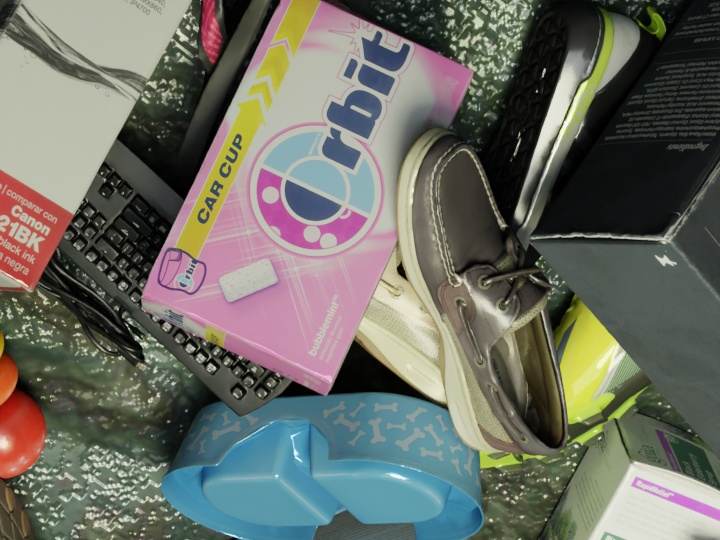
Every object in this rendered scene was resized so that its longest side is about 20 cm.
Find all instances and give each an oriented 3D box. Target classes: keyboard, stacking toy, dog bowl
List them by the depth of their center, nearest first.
[{"bbox_3d":[-0.124,0.008,1.565,0.200,0.040,0.104,43,115,1],"label":"keyboard"},{"bbox_3d":[-0.236,0.034,1.589,0.085,0.086,0.201,-23,121,4],"label":"stacking toy"},{"bbox_3d":[-0.019,0.113,1.605,0.199,0.050,0.111,-5,148,30],"label":"dog bowl"}]

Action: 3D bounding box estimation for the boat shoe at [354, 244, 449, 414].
[{"bbox_3d":[0.000,0.000,1.585,0.200,0.072,0.065,39,96,1],"label":"boat shoe"}]

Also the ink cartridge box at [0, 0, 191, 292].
[{"bbox_3d":[-0.175,-0.096,1.458,0.084,0.144,0.201,30,80,-19],"label":"ink cartridge box"}]

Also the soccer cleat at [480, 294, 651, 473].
[{"bbox_3d":[0.137,0.047,1.643,0.200,0.065,0.084,-34,69,12],"label":"soccer cleat"}]

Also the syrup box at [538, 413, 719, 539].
[{"bbox_3d":[0.147,0.192,1.691,0.081,0.079,0.201,23,108,-15],"label":"syrup box"}]

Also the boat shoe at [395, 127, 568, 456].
[{"bbox_3d":[0.072,0.015,1.507,0.072,0.065,0.201,-39,126,-39],"label":"boat shoe"}]

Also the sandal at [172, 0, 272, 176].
[{"bbox_3d":[-0.074,-0.145,1.528,0.045,0.075,0.201,24,111,-4],"label":"sandal"}]

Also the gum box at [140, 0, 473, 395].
[{"bbox_3d":[-0.027,-0.048,1.522,0.113,0.066,0.201,25,81,1],"label":"gum box"}]

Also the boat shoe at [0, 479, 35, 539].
[{"bbox_3d":[-0.220,0.187,1.632,0.071,0.076,0.200,-14,134,11],"label":"boat shoe"}]

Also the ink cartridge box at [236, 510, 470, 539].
[{"bbox_3d":[-0.027,0.201,1.624,0.199,0.174,0.044,-19,115,2],"label":"ink cartridge box"}]

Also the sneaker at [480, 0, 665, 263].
[{"bbox_3d":[0.120,-0.058,1.584,0.082,0.072,0.201,11,118,-24],"label":"sneaker"}]

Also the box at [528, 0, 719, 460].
[{"bbox_3d":[0.233,-0.025,1.531,0.200,0.124,0.197,48,64,-26],"label":"box"}]
